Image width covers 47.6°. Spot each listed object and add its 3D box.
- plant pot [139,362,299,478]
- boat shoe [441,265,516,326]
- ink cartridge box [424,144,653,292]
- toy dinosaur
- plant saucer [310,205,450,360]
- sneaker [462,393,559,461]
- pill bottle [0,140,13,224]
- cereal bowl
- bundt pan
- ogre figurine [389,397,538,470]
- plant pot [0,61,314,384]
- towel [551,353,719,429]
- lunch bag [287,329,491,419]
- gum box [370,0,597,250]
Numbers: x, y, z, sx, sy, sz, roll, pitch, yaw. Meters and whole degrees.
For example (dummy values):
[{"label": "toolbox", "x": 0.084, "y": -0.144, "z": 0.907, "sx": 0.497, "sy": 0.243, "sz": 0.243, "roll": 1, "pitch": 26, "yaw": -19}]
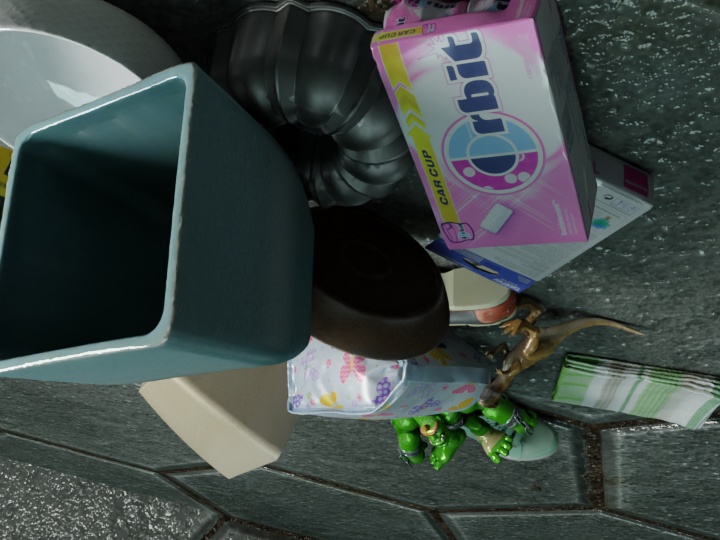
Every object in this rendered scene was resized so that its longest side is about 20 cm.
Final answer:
[{"label": "plant pot", "x": -0.177, "y": 0.137, "z": 1.097, "sx": 0.177, "sy": 0.200, "sz": 0.200, "roll": 34, "pitch": 148, "yaw": -14}, {"label": "boat shoe", "x": 0.074, "y": 0.032, "z": 0.909, "sx": 0.199, "sy": 0.072, "sz": 0.063, "roll": -2, "pitch": 152, "yaw": 19}, {"label": "ink cartridge box", "x": 0.154, "y": -0.050, "z": 0.747, "sx": 0.119, "sy": 0.042, "sz": 0.200, "roll": 23, "pitch": 148, "yaw": -14}, {"label": "toy dinosaur", "x": 0.207, "y": 0.078, "z": 0.931, "sx": 0.200, "sy": 0.060, "sz": 0.106, "roll": -34, "pitch": 119, "yaw": 7}, {"label": "plant saucer", "x": 0.000, "y": 0.000, "z": 0.770, "sx": 0.199, "sy": 0.201, "sz": 0.035, "roll": 19, "pitch": 127, "yaw": -11}, {"label": "sneaker", "x": 0.212, "y": 0.221, "z": 1.182, "sx": 0.199, "sy": 0.074, "sz": 0.118, "roll": 19, "pitch": 158, "yaw": -6}, {"label": "pill bottle", "x": -0.356, "y": -0.057, "z": 0.788, "sx": 0.114, "sy": 0.201, "sz": 0.114, "roll": 11, "pitch": 153, "yaw": 6}, {"label": "cereal bowl", "x": -0.223, "y": -0.155, "z": 0.673, "sx": 0.199, "sy": 0.084, "sz": 0.200, "roll": 10, "pitch": 152, "yaw": 5}, {"label": "bundt pan", "x": -0.039, "y": -0.120, "z": 0.667, "sx": 0.201, "sy": 0.076, "sz": 0.202, "roll": 10, "pitch": 151, "yaw": 6}, {"label": "ogre figurine", "x": 0.117, "y": 0.200, "z": 1.081, "sx": 0.199, "sy": 0.098, "sz": 0.120, "roll": -8, "pitch": 134, "yaw": 46}, {"label": "plant pot", "x": -0.138, "y": -0.005, "z": 0.637, "sx": 0.195, "sy": 0.197, "sz": 0.200, "roll": -11, "pitch": 157, "yaw": 31}, {"label": "towel", "x": 0.357, "y": 0.164, "z": 1.063, "sx": 0.199, "sy": 0.031, "sz": 0.149, "roll": 8, "pitch": 151, "yaw": 11}, {"label": "lunch bag", "x": 0.036, "y": 0.117, "z": 0.978, "sx": 0.169, "sy": 0.128, "sz": 0.199, "roll": 7, "pitch": 171, "yaw": -44}, {"label": "gum box", "x": 0.095, "y": -0.111, "z": 0.591, "sx": 0.113, "sy": 0.066, "sz": 0.200, "roll": -3, "pitch": 134, "yaw": 27}]
